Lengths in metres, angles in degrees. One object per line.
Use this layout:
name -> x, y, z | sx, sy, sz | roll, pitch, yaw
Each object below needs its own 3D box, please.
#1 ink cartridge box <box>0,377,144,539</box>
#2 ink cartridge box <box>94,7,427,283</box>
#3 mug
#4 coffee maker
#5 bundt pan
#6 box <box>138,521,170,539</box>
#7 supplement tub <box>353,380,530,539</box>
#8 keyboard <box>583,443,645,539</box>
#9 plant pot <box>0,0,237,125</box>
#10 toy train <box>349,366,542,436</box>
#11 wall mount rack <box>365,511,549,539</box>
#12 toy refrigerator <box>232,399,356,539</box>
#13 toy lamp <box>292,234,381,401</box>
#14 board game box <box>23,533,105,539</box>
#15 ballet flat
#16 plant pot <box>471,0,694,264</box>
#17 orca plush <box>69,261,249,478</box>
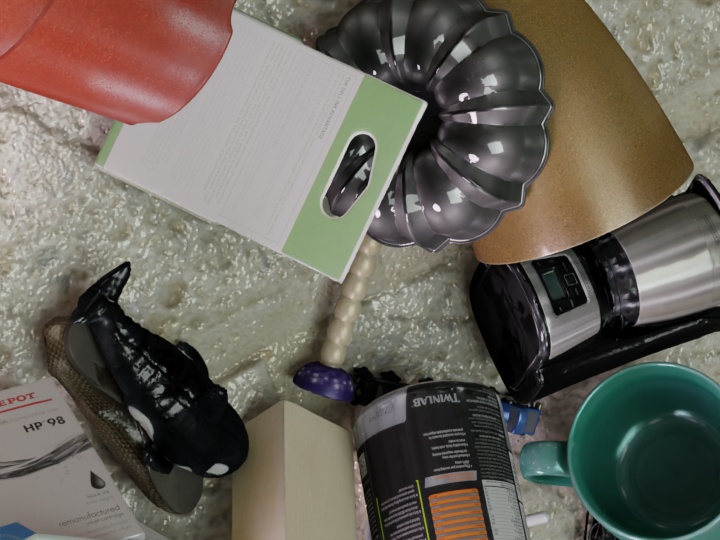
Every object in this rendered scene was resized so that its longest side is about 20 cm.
ink cartridge box -> -0.240, 0.146, 1.274 | 0.115, 0.200, 0.067 | -15, 135, -28
ink cartridge box -> -0.070, -0.096, 1.342 | 0.199, 0.048, 0.146 | 26, 89, 4
mug -> 0.247, 0.155, 1.601 | 0.153, 0.184, 0.114 | -58, 156, -3
coffee maker -> 0.201, 0.032, 1.549 | 0.198, 0.135, 0.193 | -18, 138, -14
bundt pan -> 0.036, -0.111, 1.380 | 0.076, 0.200, 0.204 | -14, 117, -71
box -> -0.182, 0.254, 1.376 | 0.097, 0.125, 0.200 | -43, 125, 15
supplement tub -> 0.067, 0.196, 1.450 | 0.122, 0.122, 0.202 | 8, 60, -33
keyboard -> 0.229, 0.237, 1.705 | 0.104, 0.039, 0.202 | 5, 100, -56
plant pot -> -0.194, -0.196, 1.229 | 0.194, 0.200, 0.202 | 22, 92, -42
toy train -> 0.075, 0.110, 1.557 | 0.199, 0.046, 0.034 | 11, 98, -34
wall mount rack -> 0.084, 0.277, 1.545 | 0.173, 0.074, 0.202 | -5, 76, -36
toy refrigerator -> -0.052, 0.208, 1.425 | 0.076, 0.070, 0.201 | 29, 43, -35
toy lamp -> 0.000, 0.000, 1.474 | 0.058, 0.058, 0.202 | 13, 96, -34
board game box -> -0.186, 0.261, 1.247 | 0.199, 0.026, 0.201 | 15, 119, -46
ballet flat -> -0.179, 0.108, 1.405 | 0.201, 0.046, 0.068 | 57, 39, -35
plant pot -> 0.137, -0.136, 1.466 | 0.186, 0.186, 0.201 | -29, 103, -22
orca plush -> -0.126, 0.078, 1.385 | 0.201, 0.071, 0.105 | 66, 34, -24
